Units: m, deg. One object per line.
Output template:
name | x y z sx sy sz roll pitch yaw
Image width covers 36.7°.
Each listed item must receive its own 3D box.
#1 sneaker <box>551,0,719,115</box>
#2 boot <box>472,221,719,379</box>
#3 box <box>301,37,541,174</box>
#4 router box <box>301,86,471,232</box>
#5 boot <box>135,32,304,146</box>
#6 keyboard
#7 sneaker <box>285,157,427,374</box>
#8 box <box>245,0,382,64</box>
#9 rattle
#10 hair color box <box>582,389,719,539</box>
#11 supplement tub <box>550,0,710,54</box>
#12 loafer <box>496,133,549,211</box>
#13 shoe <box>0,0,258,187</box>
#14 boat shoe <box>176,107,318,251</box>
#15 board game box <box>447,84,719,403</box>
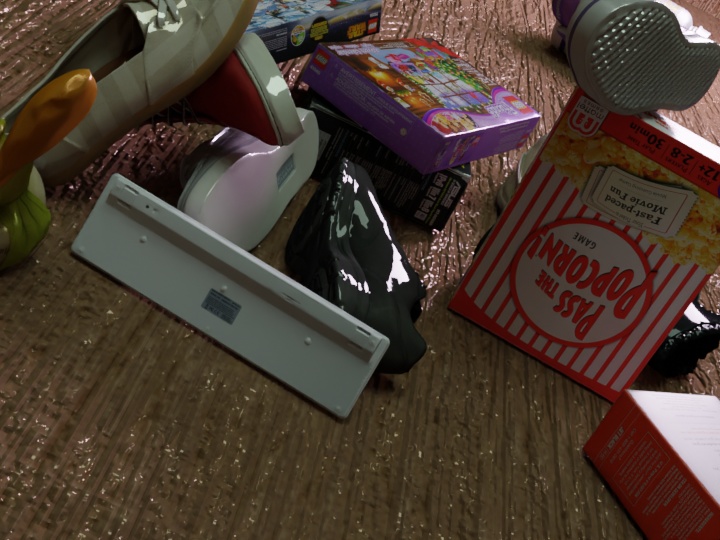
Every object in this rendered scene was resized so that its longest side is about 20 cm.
sneaker | 0.160 -0.159 0.736 0.114 0.073 0.200 39 19 26
boot | 0.205 0.020 0.904 0.198 0.074 0.163 -3 44 -46
box | 0.059 -0.149 0.941 0.137 0.039 0.200 40 29 18
router box | 0.021 -0.130 0.985 0.149 0.062 0.200 24 28 -8
boot | -0.133 -0.113 0.751 0.144 0.073 0.200 -28 35 -15
keyboard | -0.080 0.015 0.659 0.199 0.056 0.011 31 8 5
sneaker | 0.000 0.000 0.755 0.090 0.076 0.201 25 36 -21
box | -0.094 -0.233 0.995 0.137 0.040 0.200 27 37 32
rattle | -0.252 -0.102 0.613 0.130 0.143 0.200 -24 62 -35
hair color box | 0.242 0.167 0.696 0.101 0.061 0.200 8 33 -34
supplement tub | 0.401 -0.351 1.620 0.199 0.146 0.145 34 28 10
loafer | 0.184 -0.094 1.070 0.075 0.068 0.200 28 28 -2
shoe | -0.148 -0.135 0.699 0.070 0.200 0.053 45 -4 40
boat shoe | -0.093 -0.072 0.788 0.068 0.072 0.200 6 34 18
board game box | 0.178 -0.020 0.800 0.151 0.201 0.046 29 28 2
